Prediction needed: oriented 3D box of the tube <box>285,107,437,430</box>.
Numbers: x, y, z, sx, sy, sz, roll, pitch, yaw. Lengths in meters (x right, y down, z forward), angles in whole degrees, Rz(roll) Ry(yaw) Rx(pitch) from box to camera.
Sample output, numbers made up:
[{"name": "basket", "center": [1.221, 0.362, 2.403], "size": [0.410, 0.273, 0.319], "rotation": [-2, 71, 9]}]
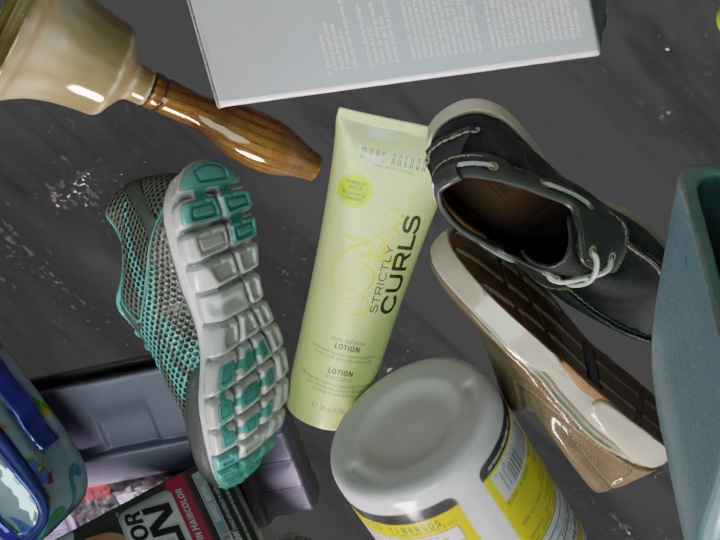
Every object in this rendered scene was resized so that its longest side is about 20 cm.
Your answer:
[{"name": "tube", "center": [0.000, 0.000, 1.260], "size": [0.052, 0.058, 0.201], "rotation": [36, 123, 34]}]

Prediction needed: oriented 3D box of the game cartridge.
[{"name": "game cartridge", "center": [-0.137, 0.117, 1.364], "size": [0.199, 0.038, 0.130], "rotation": [-12, 113, 17]}]

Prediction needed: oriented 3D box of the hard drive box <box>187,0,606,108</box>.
[{"name": "hard drive box", "center": [0.025, -0.164, 1.094], "size": [0.198, 0.156, 0.077], "rotation": [-6, 121, 15]}]

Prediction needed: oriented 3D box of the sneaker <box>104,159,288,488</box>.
[{"name": "sneaker", "center": [-0.102, 0.031, 1.275], "size": [0.091, 0.077, 0.202], "rotation": [3, 107, 38]}]

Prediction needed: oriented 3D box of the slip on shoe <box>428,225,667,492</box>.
[{"name": "slip on shoe", "center": [0.104, 0.057, 1.261], "size": [0.060, 0.076, 0.200], "rotation": [-38, 115, 24]}]

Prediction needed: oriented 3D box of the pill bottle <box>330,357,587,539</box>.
[{"name": "pill bottle", "center": [0.072, 0.157, 1.292], "size": [0.111, 0.112, 0.200], "rotation": [-18, 128, 20]}]

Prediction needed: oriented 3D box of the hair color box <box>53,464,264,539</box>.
[{"name": "hair color box", "center": [-0.149, 0.207, 1.292], "size": [0.199, 0.099, 0.061], "rotation": [-28, 139, -4]}]

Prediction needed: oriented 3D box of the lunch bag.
[{"name": "lunch bag", "center": [-0.276, 0.102, 1.328], "size": [0.160, 0.082, 0.201], "rotation": [-35, 93, 29]}]

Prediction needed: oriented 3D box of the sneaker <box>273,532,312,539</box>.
[{"name": "sneaker", "center": [-0.109, 0.228, 1.403], "size": [0.080, 0.071, 0.200], "rotation": [42, 119, -12]}]

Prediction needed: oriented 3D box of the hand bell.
[{"name": "hand bell", "center": [-0.111, -0.098, 1.213], "size": [0.199, 0.104, 0.104], "rotation": [26, 122, -20]}]

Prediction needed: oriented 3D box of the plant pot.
[{"name": "plant pot", "center": [0.258, 0.087, 1.169], "size": [0.194, 0.197, 0.201], "rotation": [4, 132, -8]}]

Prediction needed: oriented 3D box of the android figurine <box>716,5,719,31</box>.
[{"name": "android figurine", "center": [0.276, -0.158, 1.119], "size": [0.181, 0.041, 0.200], "rotation": [-26, 114, 23]}]

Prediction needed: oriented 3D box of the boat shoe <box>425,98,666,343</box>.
[{"name": "boat shoe", "center": [0.114, -0.013, 1.213], "size": [0.200, 0.068, 0.072], "rotation": [37, 117, -23]}]
